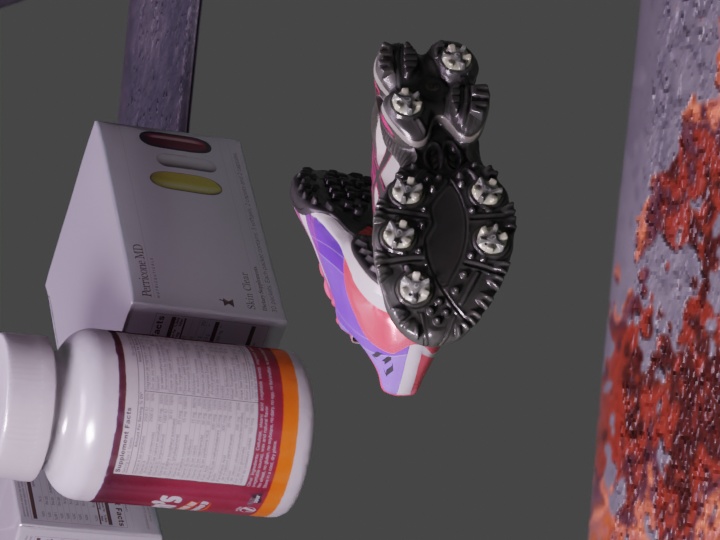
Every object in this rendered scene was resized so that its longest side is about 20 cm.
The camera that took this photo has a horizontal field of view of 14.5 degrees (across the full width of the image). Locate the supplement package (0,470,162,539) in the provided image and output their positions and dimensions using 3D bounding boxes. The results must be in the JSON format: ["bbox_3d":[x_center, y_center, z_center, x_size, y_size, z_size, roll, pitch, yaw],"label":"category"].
[{"bbox_3d":[-0.236,0.220,2.144,0.156,0.110,0.201,-110,33,-50],"label":"supplement package"}]

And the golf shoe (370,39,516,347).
[{"bbox_3d":[0.041,-0.032,1.555,0.088,0.077,0.201,102,171,-52],"label":"golf shoe"}]

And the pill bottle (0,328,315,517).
[{"bbox_3d":[-0.137,0.095,1.798,0.110,0.199,0.110,-173,90,-71],"label":"pill bottle"}]

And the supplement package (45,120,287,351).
[{"bbox_3d":[-0.138,0.021,1.959,0.200,0.110,0.156,-107,31,-48],"label":"supplement package"}]

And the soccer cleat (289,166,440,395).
[{"bbox_3d":[0.000,0.000,1.651,0.200,0.068,0.073,-126,42,-59],"label":"soccer cleat"}]
